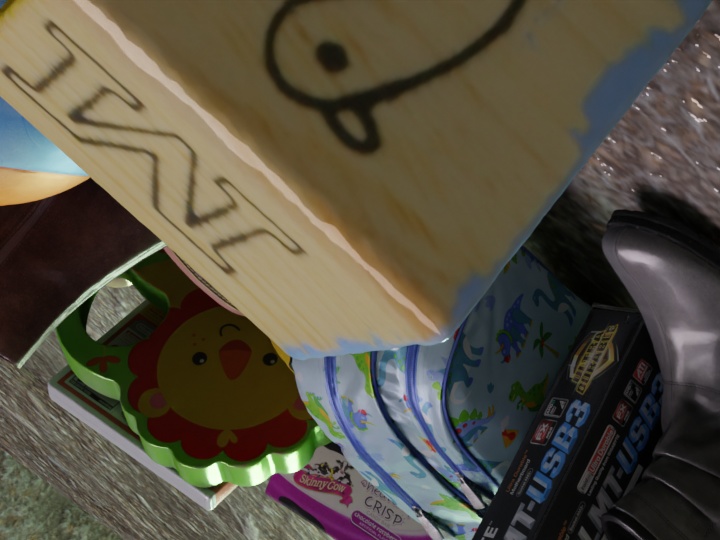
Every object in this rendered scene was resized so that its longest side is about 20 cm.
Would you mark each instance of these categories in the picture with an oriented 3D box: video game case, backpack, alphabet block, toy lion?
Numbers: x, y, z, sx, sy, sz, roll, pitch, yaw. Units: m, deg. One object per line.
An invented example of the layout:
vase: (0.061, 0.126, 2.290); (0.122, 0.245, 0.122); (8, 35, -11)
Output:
video game case: (-0.084, 0.055, 1.489); (0.143, 0.200, 0.017); (32, 145, 25)
backpack: (0.054, 0.053, 1.200); (0.200, 0.163, 0.154); (38, 162, -26)
alphabet block: (-0.015, -0.100, 0.927); (0.200, 0.195, 0.196); (42, 162, -12)
toy lion: (-0.101, 0.045, 1.447); (0.200, 0.192, 0.069); (6, 149, 10)

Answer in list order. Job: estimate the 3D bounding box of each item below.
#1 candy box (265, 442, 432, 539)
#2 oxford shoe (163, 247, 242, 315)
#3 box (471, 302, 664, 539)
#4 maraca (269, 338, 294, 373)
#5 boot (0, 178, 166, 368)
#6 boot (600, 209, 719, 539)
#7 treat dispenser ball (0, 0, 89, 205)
candy box: (0.051, 0.150, 1.522); (0.136, 0.061, 0.200); (30, -167, 29)
oxford shoe: (-0.092, -0.059, 1.370); (0.074, 0.071, 0.200); (2, 125, 57)
box: (0.148, 0.152, 1.178); (0.198, 0.200, 0.050); (39, 159, -32)
maraca: (0.000, 0.000, 1.327); (0.137, 0.107, 0.200); (49, 148, 26)
boot: (-0.142, -0.009, 1.287); (0.200, 0.166, 0.072); (26, 163, 30)
boot: (0.159, 0.076, 1.113); (0.200, 0.132, 0.070); (47, 163, -24)
treat dispenser ball: (-0.196, -0.135, 1.218); (0.201, 0.201, 0.201); (36, 164, 12)
